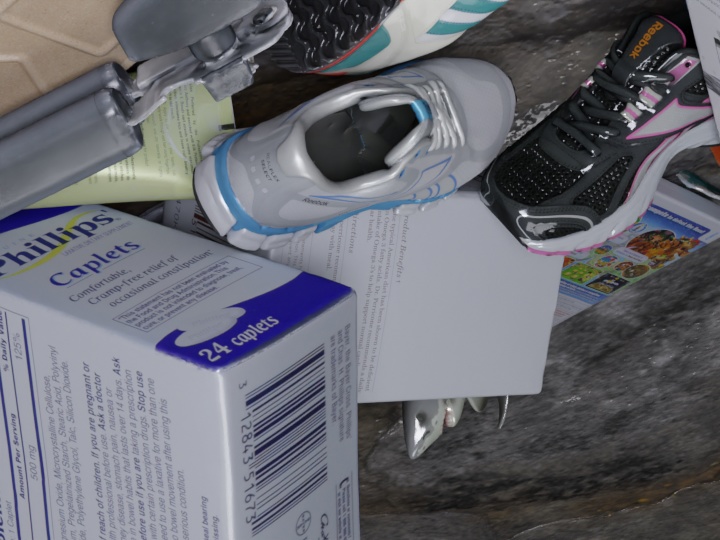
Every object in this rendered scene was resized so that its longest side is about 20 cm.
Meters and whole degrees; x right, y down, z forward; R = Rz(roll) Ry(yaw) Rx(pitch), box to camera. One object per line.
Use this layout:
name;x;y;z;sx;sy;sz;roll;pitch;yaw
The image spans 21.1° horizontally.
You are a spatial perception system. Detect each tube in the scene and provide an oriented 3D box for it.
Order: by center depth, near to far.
tube;-0.159;-0.058;0.955;0.199;0.052;0.058;-9;121;-8

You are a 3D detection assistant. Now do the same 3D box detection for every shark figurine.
shark figurine;0.052;0.039;1.244;0.089;0.129;0.214;16;-173;13

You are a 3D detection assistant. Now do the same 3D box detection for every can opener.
can opener;-0.119;-0.076;0.844;0.199;0.053;0.067;-29;115;12

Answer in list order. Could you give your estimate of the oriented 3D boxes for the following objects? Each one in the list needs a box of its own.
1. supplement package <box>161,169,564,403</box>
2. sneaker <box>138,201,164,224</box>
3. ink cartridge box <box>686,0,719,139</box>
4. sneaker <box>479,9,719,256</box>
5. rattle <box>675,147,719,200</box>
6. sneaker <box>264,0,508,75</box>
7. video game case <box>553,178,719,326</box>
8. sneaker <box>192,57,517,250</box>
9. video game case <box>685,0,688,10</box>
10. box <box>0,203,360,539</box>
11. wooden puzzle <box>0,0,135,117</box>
supplement package;0.000;0.000;1.057;0.199;0.117;0.118;0;104;-35
sneaker;-0.070;0.011;1.143;0.199;0.076;0.115;-4;153;-14
ink cartridge box;0.245;-0.128;0.953;0.146;0.083;0.200;-36;137;-8
sneaker;0.141;-0.092;1.013;0.200;0.080;0.087;-37;146;-25
rattle;0.302;-0.014;1.232;0.199;0.144;0.130;2;173;-45
sneaker;0.047;-0.154;0.935;0.199;0.071;0.093;-29;171;15
video game case;0.125;-0.006;1.266;0.200;0.018;0.143;-30;149;32
sneaker;0.019;-0.064;0.940;0.200;0.075;0.087;-26;-179;-41
video game case;0.270;-0.181;1.034;0.199;0.018;0.143;-19;153;5
box;-0.106;0.079;0.942;0.105;0.199;0.185;-32;131;-46
wooden puzzle;-0.173;-0.120;0.823;0.200;0.046;0.185;-38;146;29
